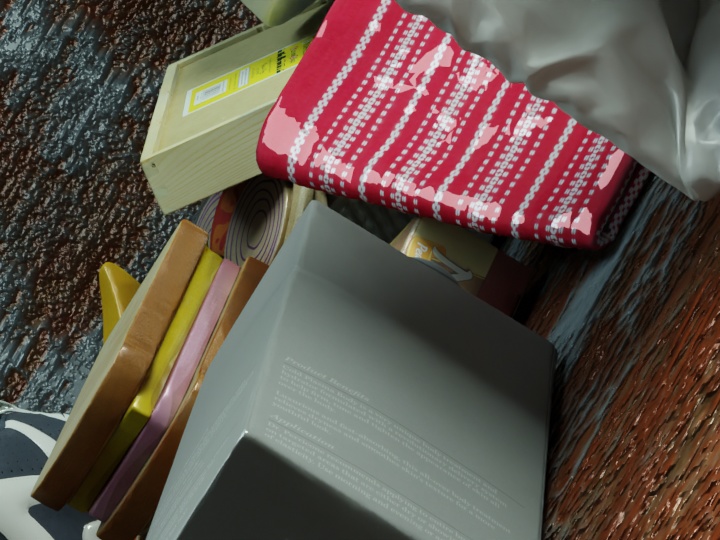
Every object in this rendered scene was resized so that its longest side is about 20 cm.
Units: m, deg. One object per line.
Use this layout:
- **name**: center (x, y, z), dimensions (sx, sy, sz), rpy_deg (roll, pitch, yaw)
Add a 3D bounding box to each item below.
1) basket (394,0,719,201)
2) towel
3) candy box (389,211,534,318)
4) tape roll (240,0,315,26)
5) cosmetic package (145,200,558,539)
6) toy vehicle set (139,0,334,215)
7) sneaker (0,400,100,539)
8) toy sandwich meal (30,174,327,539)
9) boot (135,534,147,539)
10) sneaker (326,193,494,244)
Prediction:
- **basket**: center (0.091, -0.172, 0.908), dimensions (0.199, 0.199, 0.161), rpy_deg (-54, 6, 29)
- **towel**: center (0.052, -0.084, 1.121), dimensions (0.199, 0.022, 0.145), rpy_deg (15, 71, 49)
- **candy box**: center (-0.008, 0.068, 1.180), dimensions (0.116, 0.055, 0.200), rpy_deg (-64, 8, -29)
- **tape roll**: center (0.000, -0.207, 1.340), dimensions (0.203, 0.071, 0.202), rpy_deg (-48, -2, -2)
- **cosmetic package**: center (-0.002, 0.066, 0.934), dimensions (0.090, 0.106, 0.200), rpy_deg (-57, 5, 18)
- **toy vehicle set**: center (-0.033, -0.085, 1.326), dimensions (0.124, 0.027, 0.200), rpy_deg (-23, 14, 7)
- **sneaker**: center (-0.175, 0.152, 1.378), dimensions (0.079, 0.129, 0.200), rpy_deg (-18, 50, 69)
- **toy sandwich meal**: center (-0.082, 0.027, 1.265), dimensions (0.206, 0.070, 0.206), rpy_deg (-59, 16, 27)
- **boot**: center (-0.089, 0.153, 1.344), dimensions (0.108, 0.075, 0.200), rpy_deg (-60, 6, 36)
- **sneaker**: center (0.000, 0.000, 1.326), dimensions (0.201, 0.075, 0.105), rpy_deg (-60, 11, 25)
